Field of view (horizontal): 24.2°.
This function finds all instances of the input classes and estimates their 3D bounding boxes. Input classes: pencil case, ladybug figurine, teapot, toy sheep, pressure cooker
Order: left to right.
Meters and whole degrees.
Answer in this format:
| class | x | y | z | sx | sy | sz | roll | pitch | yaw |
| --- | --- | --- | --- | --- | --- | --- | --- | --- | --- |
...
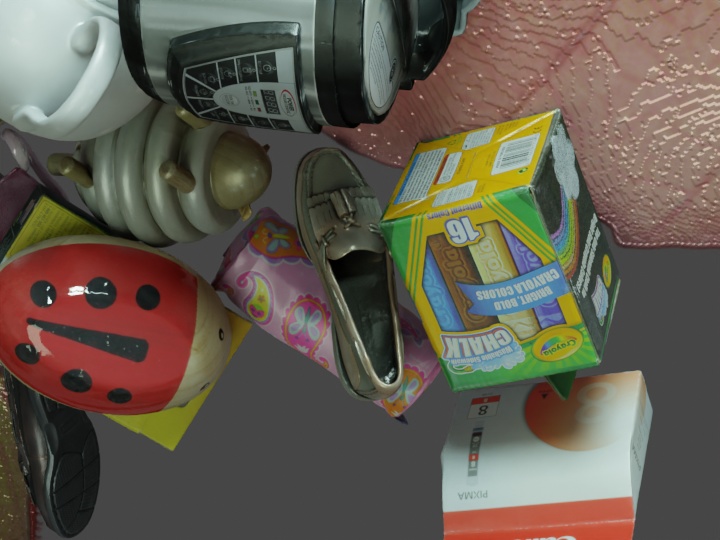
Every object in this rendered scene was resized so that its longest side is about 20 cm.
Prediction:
| class | x | y | z | sx | sy | sz | roll | pitch | yaw |
| --- | --- | --- | --- | --- | --- | --- | --- | --- | --- |
| teapot | -0.194 | -0.195 | 1.153 | 0.146 | 0.197 | 0.201 | -35 | 85 | 39 |
| ladybug figurine | -0.190 | 0.046 | 1.259 | 0.198 | 0.072 | 0.137 | 11 | 100 | -17 |
| toy sheep | -0.157 | -0.082 | 1.290 | 0.198 | 0.138 | 0.139 | 9 | 126 | 25 |
| pressure cooker | -0.037 | -0.182 | 1.060 | 0.198 | 0.176 | 0.180 | 8 | 109 | 11 |
| pencil case | -0.022 | 0.036 | 1.354 | 0.199 | 0.088 | 0.088 | 35 | 126 | -8 |

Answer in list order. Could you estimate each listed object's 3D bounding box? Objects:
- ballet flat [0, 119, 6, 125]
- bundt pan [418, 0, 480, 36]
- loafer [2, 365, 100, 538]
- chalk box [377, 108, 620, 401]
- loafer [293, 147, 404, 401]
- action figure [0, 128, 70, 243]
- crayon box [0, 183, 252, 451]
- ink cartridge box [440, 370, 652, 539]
| class | x | y | z | sx | sy | sz | roll | pitch | yaw |
| --- | --- | --- | --- | --- | --- | --- | --- | --- | --- |
| ballet flat | -0.279 | -0.181 | 1.313 | 0.067 | 0.046 | 0.200 | 34 | 126 | -6 |
| bundt pan | 0.002 | -0.244 | 1.160 | 0.200 | 0.076 | 0.203 | 9 | 126 | 13 |
| loafer | -0.286 | 0.150 | 1.536 | 0.063 | 0.072 | 0.202 | 16 | 123 | 32 |
| chalk box | 0.116 | 0.004 | 1.262 | 0.123 | 0.125 | 0.201 | -11 | 118 | 24 |
| loafer | 0.000 | 0.000 | 1.286 | 0.071 | 0.063 | 0.202 | -13 | 89 | -16 |
| action figure | -0.237 | -0.011 | 1.401 | 0.199 | 0.134 | 0.150 | 27 | 94 | -6 |
| crayon box | -0.201 | 0.039 | 1.319 | 0.199 | 0.051 | 0.128 | 33 | 93 | -19 |
| ink cartridge box | 0.137 | 0.163 | 1.314 | 0.161 | 0.201 | 0.050 | -8 | 120 | 22 |
